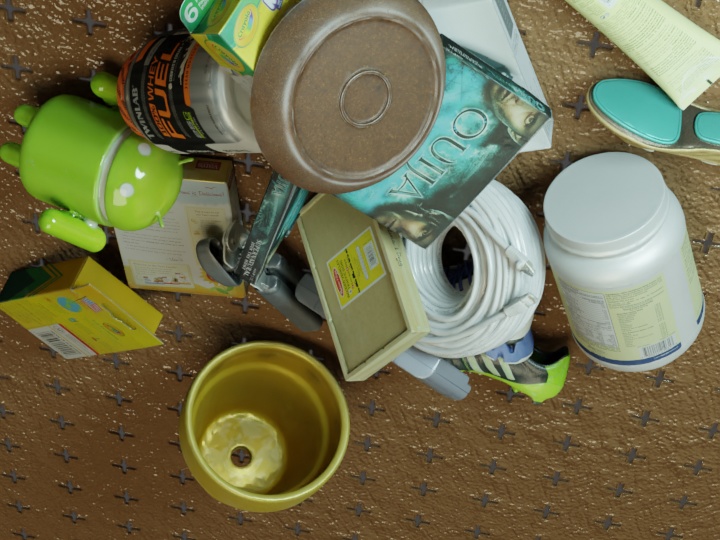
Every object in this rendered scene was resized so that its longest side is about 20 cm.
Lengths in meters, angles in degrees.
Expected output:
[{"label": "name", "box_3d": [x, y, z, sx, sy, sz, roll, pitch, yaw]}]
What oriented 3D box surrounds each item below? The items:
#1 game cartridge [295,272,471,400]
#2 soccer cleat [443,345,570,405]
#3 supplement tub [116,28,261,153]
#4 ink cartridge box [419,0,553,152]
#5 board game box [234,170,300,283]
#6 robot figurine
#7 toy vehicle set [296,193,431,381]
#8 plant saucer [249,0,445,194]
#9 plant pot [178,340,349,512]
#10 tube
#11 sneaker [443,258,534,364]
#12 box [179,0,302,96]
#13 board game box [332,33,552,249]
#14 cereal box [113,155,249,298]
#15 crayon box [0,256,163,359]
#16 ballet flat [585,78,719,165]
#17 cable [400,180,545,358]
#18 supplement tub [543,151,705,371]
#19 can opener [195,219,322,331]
[{"label": "game cartridge", "box_3d": [0.022, 0.073, 1.872, 0.200, 0.041, 0.133, 32, 174, 29]}, {"label": "soccer cleat", "box_3d": [0.145, 0.087, 1.947, 0.199, 0.068, 0.081, 19, 118, -1]}, {"label": "supplement tub", "box_3d": [-0.143, -0.173, 1.615, 0.122, 0.123, 0.200, 42, 157, -32]}, {"label": "ink cartridge box", "box_3d": [0.078, -0.188, 1.638, 0.173, 0.044, 0.200, -8, 137, 22]}, {"label": "board game box", "box_3d": [-0.067, -0.092, 1.709, 0.028, 0.136, 0.200, 28, 141, 2]}, {"label": "robot figurine", "box_3d": [-0.271, -0.111, 1.745, 0.199, 0.176, 0.116, 20, 176, 20]}, {"label": "toy vehicle set", "box_3d": [0.000, 0.000, 1.776, 0.026, 0.201, 0.124, -1, 155, -39]}, {"label": "plant saucer", "box_3d": [-0.002, -0.158, 1.503, 0.200, 0.200, 0.034, 48, 173, -36]}, {"label": "plant pot", "box_3d": [-0.131, 0.208, 2.071, 0.200, 0.202, 0.189, 19, 155, -8]}, {"label": "tube", "box_3d": [0.256, -0.224, 1.544, 0.200, 0.052, 0.058, 32, 160, -26]}, {"label": "sneaker", "box_3d": [0.111, 0.016, 1.860, 0.198, 0.081, 0.116, 19, 127, 3]}, {"label": "box", "box_3d": [-0.068, -0.210, 1.507, 0.048, 0.118, 0.200, 8, 152, 48]}, {"label": "board game box", "box_3d": [0.071, -0.120, 1.631, 0.135, 0.028, 0.200, 30, 124, -20]}, {"label": "cereal box", "box_3d": [-0.203, -0.050, 1.884, 0.143, 0.040, 0.200, 6, 140, 8]}, {"label": "crayon box", "box_3d": [-0.324, 0.045, 1.990, 0.199, 0.051, 0.127, -9, 139, 45]}, {"label": "ballet flat", "box_3d": [0.308, -0.131, 1.629, 0.199, 0.069, 0.063, 15, 155, -2]}, {"label": "cable", "box_3d": [0.098, -0.010, 1.749, 0.069, 0.201, 0.200, -12, 157, -46]}, {"label": "supplement tub", "box_3d": [0.267, -0.008, 1.723, 0.144, 0.145, 0.200, -4, 138, 20]}, {"label": "can opener", "box_3d": [-0.112, 0.009, 1.896, 0.067, 0.054, 0.200, -5, 151, 28]}]
